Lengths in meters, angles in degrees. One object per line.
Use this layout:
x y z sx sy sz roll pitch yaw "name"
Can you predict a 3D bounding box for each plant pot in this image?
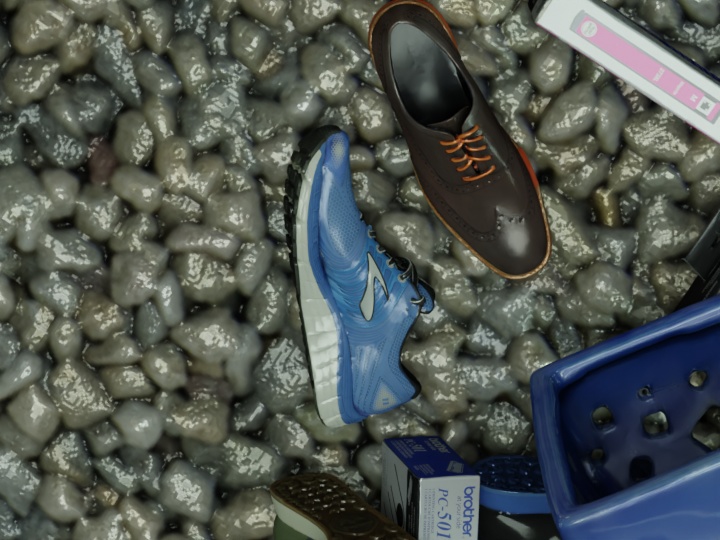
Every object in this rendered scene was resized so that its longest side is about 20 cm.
0.228 0.139 1.376 0.200 0.200 0.180 -22 111 8 "plant pot"

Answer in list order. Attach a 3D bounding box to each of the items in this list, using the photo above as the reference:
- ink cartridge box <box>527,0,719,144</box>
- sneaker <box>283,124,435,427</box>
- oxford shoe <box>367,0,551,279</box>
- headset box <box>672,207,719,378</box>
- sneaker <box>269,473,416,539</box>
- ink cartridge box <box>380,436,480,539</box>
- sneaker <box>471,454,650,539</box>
0.197 -0.121 1.440 0.200 0.095 0.037 31 101 -5 "ink cartridge box"
0.000 0.000 1.489 0.089 0.079 0.200 -10 110 -4 "sneaker"
0.061 -0.078 1.464 0.071 0.073 0.200 -30 100 7 "oxford shoe"
0.304 0.025 1.478 0.200 0.075 0.149 33 102 -5 "headset box"
-0.004 0.207 1.472 0.067 0.200 0.090 -9 112 -21 "sneaker"
0.043 0.218 1.513 0.044 0.094 0.200 -2 103 -14 "ink cartridge box"
0.166 0.173 1.523 0.200 0.070 0.078 6 116 0 "sneaker"
